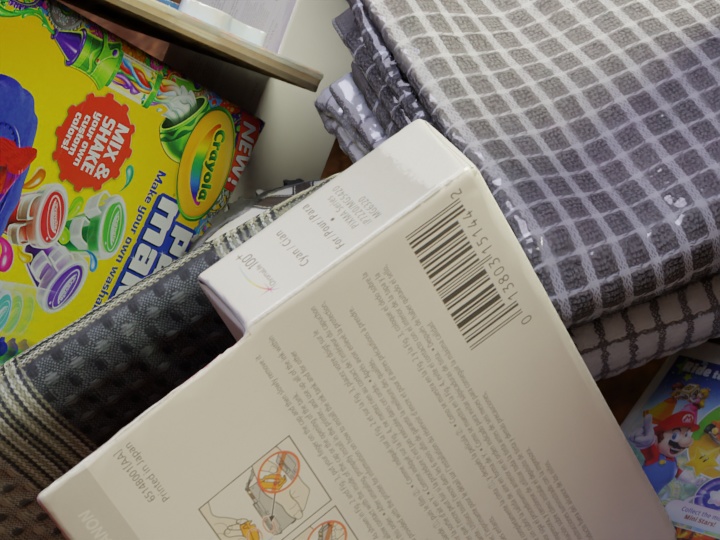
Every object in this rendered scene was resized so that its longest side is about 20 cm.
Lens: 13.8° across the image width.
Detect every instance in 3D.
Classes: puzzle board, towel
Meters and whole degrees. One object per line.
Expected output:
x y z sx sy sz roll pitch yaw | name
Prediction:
-0.129 -0.125 1.212 0.151 0.200 0.017 23 91 50 | puzzle board
0.094 -0.060 1.157 0.166 0.086 0.200 -22 51 -16 | towel
-0.039 0.064 1.068 0.193 0.200 0.035 -31 45 9 | towel

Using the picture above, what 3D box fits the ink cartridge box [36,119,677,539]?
-0.001 0.074 1.010 0.176 0.200 0.045 -37 39 -7 | ink cartridge box

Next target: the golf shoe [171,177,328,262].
0.000 0.000 1.215 0.200 0.078 0.094 -39 40 -8 | golf shoe

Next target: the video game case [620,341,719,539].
0.124 0.115 1.061 0.143 0.018 0.200 14 57 41 | video game case

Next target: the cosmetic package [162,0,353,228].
-0.039 -0.099 1.296 0.083 0.051 0.200 17 85 49 | cosmetic package

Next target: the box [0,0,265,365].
-0.177 -0.020 1.207 0.122 0.193 0.200 22 86 44 | box
